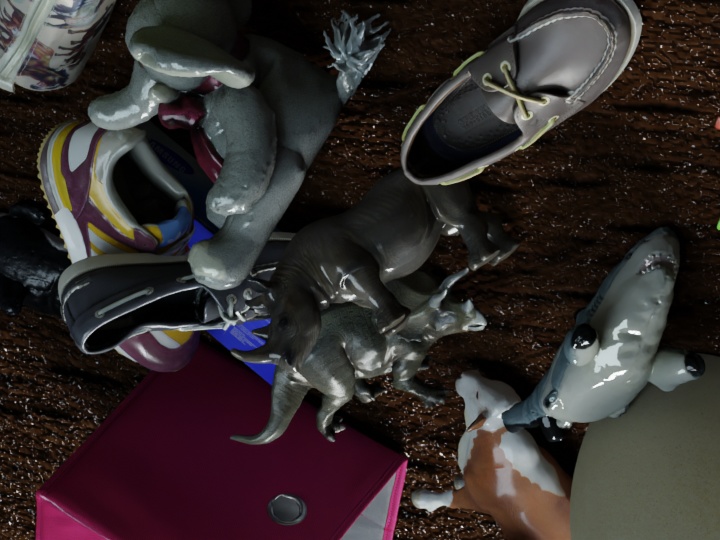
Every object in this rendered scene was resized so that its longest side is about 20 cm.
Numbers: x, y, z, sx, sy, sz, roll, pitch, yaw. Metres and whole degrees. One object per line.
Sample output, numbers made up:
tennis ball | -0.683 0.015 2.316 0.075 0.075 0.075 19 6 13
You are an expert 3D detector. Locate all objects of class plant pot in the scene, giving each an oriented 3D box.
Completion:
plant pot | 0.214 0.172 1.680 0.200 0.134 0.200 22 138 21

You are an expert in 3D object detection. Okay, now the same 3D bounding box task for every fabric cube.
fabric cube | -0.106 0.206 1.926 0.199 0.196 0.200 29 141 17

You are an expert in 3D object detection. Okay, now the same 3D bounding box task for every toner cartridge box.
toner cartridge box | -0.104 -0.010 1.838 0.200 0.043 0.095 40 140 0

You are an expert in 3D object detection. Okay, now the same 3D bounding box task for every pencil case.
pencil case | -0.191 -0.194 1.699 0.078 0.089 0.200 42 142 3

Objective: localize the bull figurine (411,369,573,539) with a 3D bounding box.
bull figurine | 0.112 0.160 1.807 0.200 0.065 0.121 49 144 -9

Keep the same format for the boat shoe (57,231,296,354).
boat shoe | -0.099 0.023 1.739 0.200 0.063 0.073 -5 134 -9

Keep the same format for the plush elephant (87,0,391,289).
plush elephant | -0.096 -0.112 1.650 0.155 0.165 0.200 31 113 -9

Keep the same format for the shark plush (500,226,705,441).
shark plush | 0.154 0.055 1.668 0.091 0.083 0.200 7 147 -11

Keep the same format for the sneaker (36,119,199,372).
sneaker | -0.147 -0.012 1.779 0.090 0.075 0.200 4 129 43

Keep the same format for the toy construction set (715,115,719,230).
toy construction set | 0.276 -0.019 1.481 0.200 0.092 0.131 38 166 16

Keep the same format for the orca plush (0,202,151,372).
orca plush | -0.239 0.022 1.957 0.200 0.071 0.105 34 141 8

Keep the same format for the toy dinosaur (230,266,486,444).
toy dinosaur | -0.003 0.054 1.765 0.200 0.077 0.102 -19 124 13

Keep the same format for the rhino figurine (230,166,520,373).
rhino figurine | 0.000 0.000 1.657 0.087 0.200 0.060 54 165 9

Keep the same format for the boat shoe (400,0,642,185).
boat shoe | 0.093 -0.109 1.571 0.072 0.060 0.200 48 141 -8
